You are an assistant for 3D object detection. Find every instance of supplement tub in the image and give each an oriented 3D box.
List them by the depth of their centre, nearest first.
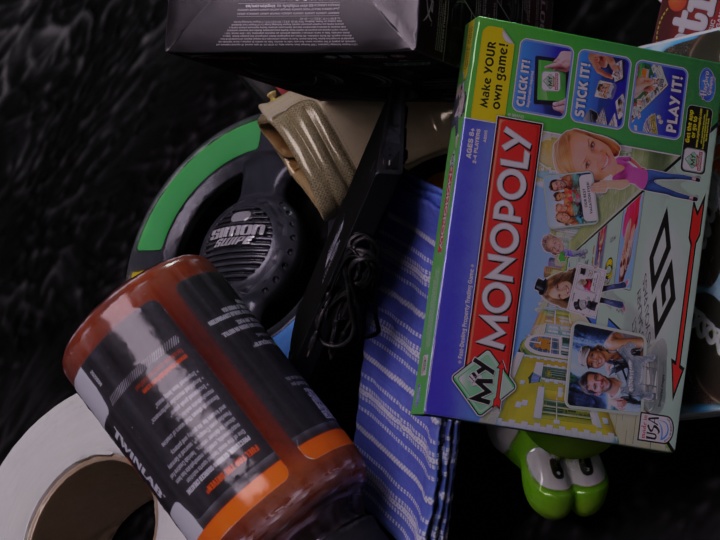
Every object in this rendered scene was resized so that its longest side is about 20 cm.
[{"bbox_3d":[-0.069,0.096,1.156,0.107,0.107,0.200,-42,75,11],"label":"supplement tub"}]

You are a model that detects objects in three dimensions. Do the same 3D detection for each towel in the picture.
[{"bbox_3d":[0.024,0.048,1.148,0.145,0.024,0.201,-143,57,-67],"label":"towel"}]

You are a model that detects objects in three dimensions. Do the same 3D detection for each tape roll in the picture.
[{"bbox_3d":[-0.142,0.171,1.269,0.201,0.071,0.204,-18,57,29],"label":"tape roll"}]

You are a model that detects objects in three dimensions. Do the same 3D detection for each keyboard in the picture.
[{"bbox_3d":[0.000,0.000,1.168,0.201,0.039,0.105,113,171,-47],"label":"keyboard"}]

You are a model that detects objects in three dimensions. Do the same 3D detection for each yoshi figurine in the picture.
[{"bbox_3d":[0.098,0.032,1.140,0.112,0.112,0.201,-24,61,13],"label":"yoshi figurine"}]

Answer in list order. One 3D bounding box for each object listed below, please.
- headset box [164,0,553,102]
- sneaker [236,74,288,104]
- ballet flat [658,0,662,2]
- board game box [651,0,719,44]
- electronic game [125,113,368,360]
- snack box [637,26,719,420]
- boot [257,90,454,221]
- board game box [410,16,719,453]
[{"bbox_3d":[0.008,-0.138,1.144,0.148,0.200,0.078,3,86,26],"label":"headset box"},{"bbox_3d":[-0.055,-0.187,1.379,0.086,0.074,0.201,-26,43,13],"label":"sneaker"},{"bbox_3d":[0.213,-0.166,1.188,0.200,0.073,0.073,33,88,38],"label":"ballet flat"},{"bbox_3d":[0.199,-0.099,1.140,0.103,0.019,0.201,21,103,43],"label":"board game box"},{"bbox_3d":[-0.069,-0.010,1.328,0.199,0.042,0.201,-18,57,29],"label":"electronic game"},{"bbox_3d":[0.197,-0.026,1.096,0.116,0.037,0.202,-10,78,41],"label":"snack box"},{"bbox_3d":[0.002,-0.133,1.297,0.155,0.073,0.201,-28,57,0],"label":"boot"},{"bbox_3d":[0.105,-0.017,1.059,0.029,0.134,0.202,165,114,-77],"label":"board game box"}]
